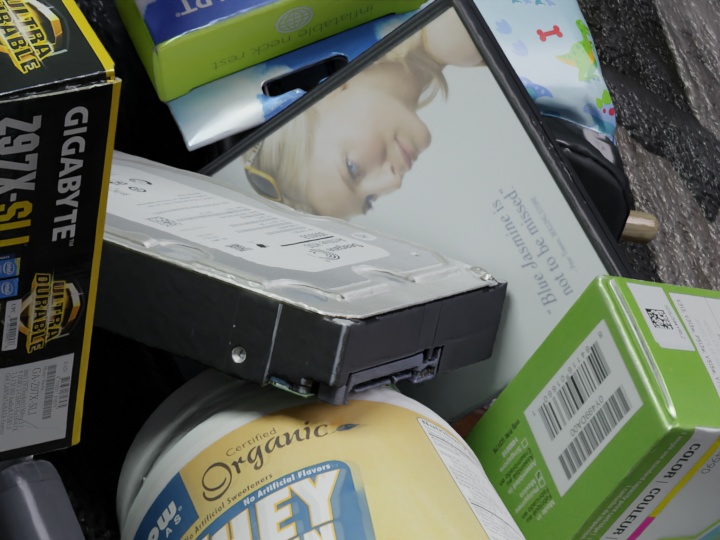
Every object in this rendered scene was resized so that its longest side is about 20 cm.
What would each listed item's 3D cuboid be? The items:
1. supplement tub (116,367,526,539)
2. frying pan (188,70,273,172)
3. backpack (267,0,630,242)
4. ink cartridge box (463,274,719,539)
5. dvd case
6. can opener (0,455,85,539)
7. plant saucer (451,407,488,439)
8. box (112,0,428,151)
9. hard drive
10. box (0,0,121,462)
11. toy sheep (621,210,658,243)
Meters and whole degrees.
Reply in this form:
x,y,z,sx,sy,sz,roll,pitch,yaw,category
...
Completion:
x,y,z,sx,sy,sz,roll,pitch,yaw,category
-0.004,0.129,0.921,0.145,0.145,0.200,39,11,-34,supplement tub
-0.057,-0.075,1.131,0.115,0.031,0.190,148,-64,-75,frying pan
0.026,-0.103,1.175,0.163,0.154,0.200,2,38,-19,backpack
0.144,0.084,1.033,0.200,0.148,0.076,8,45,-34,ink cartridge box
0.000,0.000,1.046,0.143,0.200,0.018,60,29,6,dvd case
-0.117,0.088,0.919,0.066,0.053,0.200,4,59,-54,can opener
0.086,0.111,1.161,0.200,0.032,0.200,30,11,-7,plant saucer
-0.057,-0.158,1.100,0.048,0.122,0.200,88,-21,-62,box
-0.061,-0.004,0.988,0.200,0.038,0.140,19,15,25,hard drive
-0.144,-0.060,0.865,0.049,0.160,0.200,-15,48,-24,box
0.063,-0.046,1.289,0.138,0.138,0.200,34,21,-39,toy sheep
